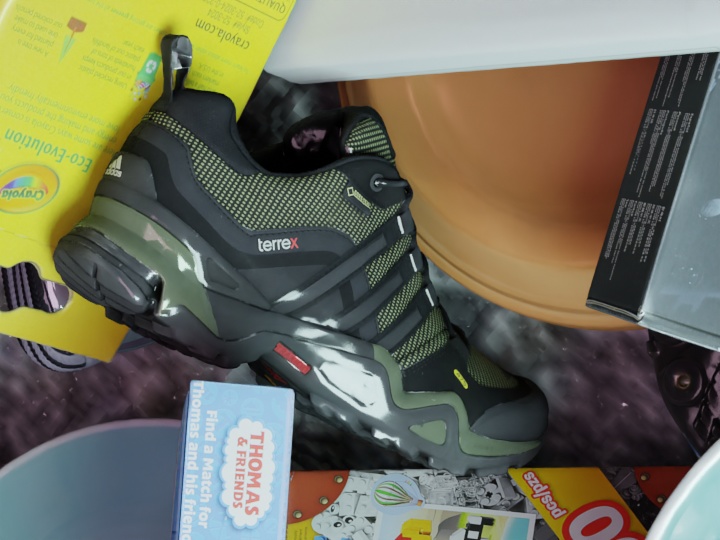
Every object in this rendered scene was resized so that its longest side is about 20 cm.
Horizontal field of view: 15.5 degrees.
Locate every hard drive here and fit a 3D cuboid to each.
[{"bbox_3d":[0.053,-0.131,0.845,0.200,0.026,0.132,0,77,45],"label":"hard drive"}]

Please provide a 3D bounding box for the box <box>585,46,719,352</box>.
[{"bbox_3d":[0.176,-0.059,0.838,0.160,0.044,0.201,18,91,-19],"label":"box"}]

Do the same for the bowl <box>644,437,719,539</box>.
[{"bbox_3d":[0.184,0.131,0.808,0.200,0.105,0.202,-3,78,16],"label":"bowl"}]

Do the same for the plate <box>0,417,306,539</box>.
[{"bbox_3d":[-0.078,0.154,0.964,0.199,0.026,0.201,2,86,-23],"label":"plate"}]

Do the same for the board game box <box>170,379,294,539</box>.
[{"bbox_3d":[-0.046,0.118,0.859,0.036,0.200,0.152,4,84,-2],"label":"board game box"}]

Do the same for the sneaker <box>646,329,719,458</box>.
[{"bbox_3d":[0.159,0.060,0.919,0.072,0.072,0.201,-28,80,21],"label":"sneaker"}]

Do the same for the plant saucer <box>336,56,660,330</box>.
[{"bbox_3d":[0.080,-0.079,0.895,0.199,0.037,0.201,1,93,23],"label":"plant saucer"}]

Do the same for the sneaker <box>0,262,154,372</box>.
[{"bbox_3d":[-0.098,-0.067,0.960,0.087,0.074,0.201,-11,90,-20],"label":"sneaker"}]

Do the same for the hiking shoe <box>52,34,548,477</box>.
[{"bbox_3d":[0.000,0.000,0.874,0.200,0.076,0.101,28,85,-36],"label":"hiking shoe"}]

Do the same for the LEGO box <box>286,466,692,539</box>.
[{"bbox_3d":[0.045,0.169,0.884,0.148,0.201,0.077,-1,143,4],"label":"LEGO box"}]

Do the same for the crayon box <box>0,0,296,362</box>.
[{"bbox_3d":[-0.089,-0.077,0.848,0.051,0.127,0.201,30,95,35],"label":"crayon box"}]
